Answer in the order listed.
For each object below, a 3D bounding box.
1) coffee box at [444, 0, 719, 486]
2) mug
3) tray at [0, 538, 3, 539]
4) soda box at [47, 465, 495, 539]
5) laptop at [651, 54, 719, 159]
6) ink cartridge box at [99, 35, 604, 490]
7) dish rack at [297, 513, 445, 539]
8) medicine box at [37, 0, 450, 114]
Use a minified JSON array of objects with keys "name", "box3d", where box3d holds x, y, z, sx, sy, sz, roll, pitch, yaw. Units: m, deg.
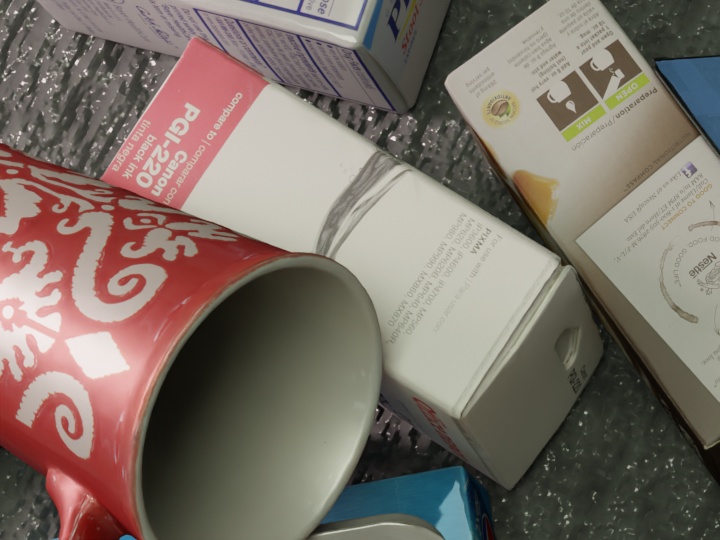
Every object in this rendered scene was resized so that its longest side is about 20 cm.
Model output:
[{"name":"coffee box","box3d":[0.130,-0.012,0.981,0.079,0.114,0.201,-35,69,3]},{"name":"mug","box3d":[-0.121,0.034,0.892,0.199,0.134,0.177,25,41,38]},{"name":"tray","box3d":[-0.134,0.196,0.964,0.022,0.201,0.108,-27,65,-30]},{"name":"soda box","box3d":[-0.038,0.142,1.006,0.198,0.064,0.068,-11,72,11]},{"name":"laptop","box3d":[0.262,-0.057,0.957,0.199,0.116,0.188,-35,70,1]},{"name":"ink cartridge box","box3d":[0.000,0.000,0.992,0.199,0.146,0.085,30,81,20]},{"name":"dish rack","box3d":[-0.018,0.194,0.955,0.170,0.044,0.202,-11,112,12]},{"name":"medicine box","box3d":[-0.048,-0.195,1.081,0.198,0.103,0.184,16,80,17]}]
